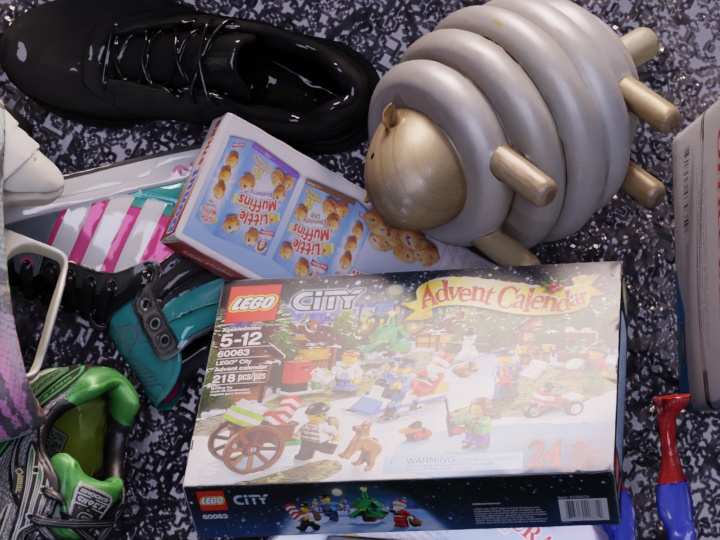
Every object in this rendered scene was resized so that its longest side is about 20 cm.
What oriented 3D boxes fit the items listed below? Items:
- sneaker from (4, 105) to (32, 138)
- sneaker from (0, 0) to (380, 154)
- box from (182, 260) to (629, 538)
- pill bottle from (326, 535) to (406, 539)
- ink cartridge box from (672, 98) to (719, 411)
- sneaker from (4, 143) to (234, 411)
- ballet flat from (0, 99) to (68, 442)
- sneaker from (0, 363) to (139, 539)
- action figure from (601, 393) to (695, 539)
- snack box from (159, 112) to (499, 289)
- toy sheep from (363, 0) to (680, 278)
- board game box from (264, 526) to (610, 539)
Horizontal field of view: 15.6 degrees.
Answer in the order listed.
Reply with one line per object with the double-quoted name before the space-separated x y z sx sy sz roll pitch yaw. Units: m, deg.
"sneaker" -0.252 -0.125 1.351 0.199 0.076 0.088 24 81 1
"sneaker" -0.087 -0.107 1.340 0.198 0.091 0.077 5 88 1
"box" 0.025 0.059 1.235 0.198 0.038 0.137 -3 44 10
"pill bottle" 0.016 0.225 1.209 0.110 0.111 0.202 5 86 0
"ink cartridge box" 0.205 -0.005 1.280 0.083 0.200 0.146 -1 87 0
"sneaker" -0.129 0.015 1.341 0.199 0.084 0.122 -14 78 -2
"ballet flat" -0.178 -0.015 1.278 0.071 0.069 0.202 -2 80 -13
"sneaker" -0.162 0.130 1.267 0.078 0.085 0.201 29 58 -30
"action figure" 0.146 0.162 1.230 0.065 0.099 0.202 -9 89 -4
"snack box" 0.000 0.000 1.327 0.199 0.024 0.072 29 71 -18
"toy sheep" 0.081 -0.073 1.317 0.199 0.138 0.139 -26 87 -35
"board game box" 0.036 0.185 1.289 0.200 0.041 0.200 39 85 0
